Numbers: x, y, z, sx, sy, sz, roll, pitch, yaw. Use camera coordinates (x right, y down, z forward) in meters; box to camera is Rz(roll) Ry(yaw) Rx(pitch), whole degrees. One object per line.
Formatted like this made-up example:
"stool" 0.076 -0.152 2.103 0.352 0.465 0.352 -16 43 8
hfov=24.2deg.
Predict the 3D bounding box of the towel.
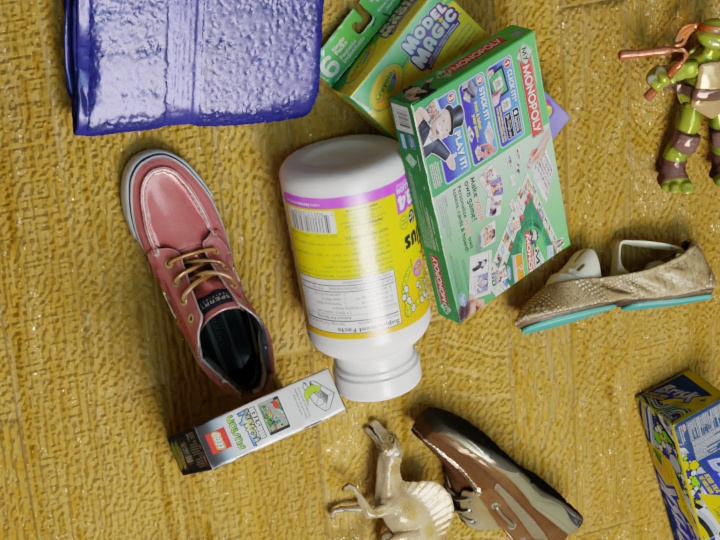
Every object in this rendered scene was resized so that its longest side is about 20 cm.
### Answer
"towel" -0.126 -0.181 1.266 0.199 0.050 0.149 -6 117 -22

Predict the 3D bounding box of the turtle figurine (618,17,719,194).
"turtle figurine" 0.291 -0.150 1.445 0.199 0.064 0.162 -14 121 -28

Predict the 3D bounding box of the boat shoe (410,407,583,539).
"boat shoe" 0.115 0.197 1.485 0.200 0.076 0.074 39 93 -28

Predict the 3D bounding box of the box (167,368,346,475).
"box" -0.085 0.120 1.302 0.109 0.200 0.035 -23 87 -15

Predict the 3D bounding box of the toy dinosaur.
"toy dinosaur" 0.040 0.231 1.462 0.101 0.058 0.201 -30 109 1

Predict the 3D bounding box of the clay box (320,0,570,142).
"clay box" 0.066 -0.144 1.357 0.200 0.048 0.115 39 89 -31

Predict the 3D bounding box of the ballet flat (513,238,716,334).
"ballet flat" 0.220 0.009 1.480 0.199 0.070 0.066 -9 84 -23

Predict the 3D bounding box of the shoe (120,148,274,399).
"shoe" -0.122 0.003 1.299 0.071 0.091 0.201 -25 112 -13

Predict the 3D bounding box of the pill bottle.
"pill bottle" 0.000 0.000 1.347 0.104 0.104 0.201 -17 114 -17

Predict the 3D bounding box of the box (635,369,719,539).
"box" 0.322 0.200 1.577 0.064 0.070 0.201 -24 116 -13

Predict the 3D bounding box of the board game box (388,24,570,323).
"board game box" 0.099 -0.075 1.333 0.134 0.029 0.201 -33 126 -29
